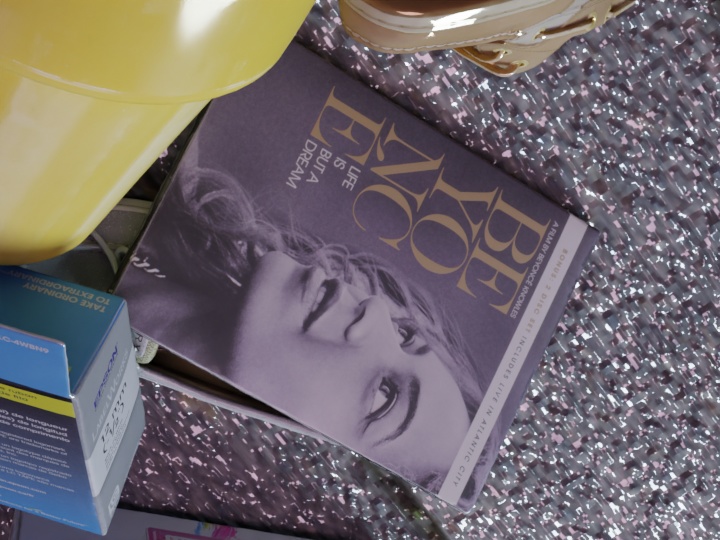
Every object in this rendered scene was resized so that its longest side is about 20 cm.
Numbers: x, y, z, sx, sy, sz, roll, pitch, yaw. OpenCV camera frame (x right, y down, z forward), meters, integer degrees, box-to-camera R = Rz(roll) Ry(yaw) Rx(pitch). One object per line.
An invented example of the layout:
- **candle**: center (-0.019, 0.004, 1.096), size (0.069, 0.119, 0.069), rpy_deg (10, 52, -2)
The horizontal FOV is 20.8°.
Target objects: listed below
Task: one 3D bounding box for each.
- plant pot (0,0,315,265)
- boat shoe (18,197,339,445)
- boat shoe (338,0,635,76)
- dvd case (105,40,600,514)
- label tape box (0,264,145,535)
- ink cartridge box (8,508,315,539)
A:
- **plant pot**: center (-0.129, -0.113, 0.778), size (0.199, 0.202, 0.189), rpy_deg (22, 130, -15)
- **boat shoe**: center (-0.073, 0.027, 0.914), size (0.200, 0.065, 0.075), rpy_deg (25, 113, -17)
- **boat shoe**: center (0.063, -0.114, 0.802), size (0.199, 0.074, 0.070), rpy_deg (-24, 143, -41)
- **dvd case**: center (0.000, 0.000, 0.893), size (0.199, 0.016, 0.150), rpy_deg (30, 80, -19)
- **label tape box**: center (-0.171, 0.032, 0.835), size (0.142, 0.067, 0.201), rpy_deg (17, 151, 6)
- **ink cartridge box**: center (-0.092, 0.207, 0.994), size (0.198, 0.085, 0.146), rpy_deg (11, 116, -8)
